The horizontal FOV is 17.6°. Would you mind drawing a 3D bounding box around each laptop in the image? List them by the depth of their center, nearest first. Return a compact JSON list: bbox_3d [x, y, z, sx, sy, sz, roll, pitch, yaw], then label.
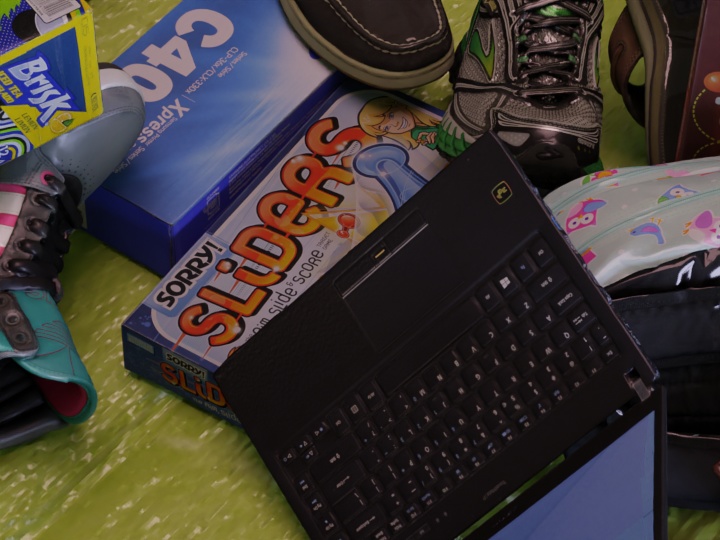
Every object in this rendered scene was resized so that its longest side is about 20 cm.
[{"bbox_3d":[0.022,0.074,0.921,0.200,0.177,0.103,58,26,17],"label":"laptop"}]

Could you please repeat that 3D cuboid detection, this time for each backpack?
[{"bbox_3d":[0.164,0.023,1.012,0.200,0.167,0.127,-8,25,-6],"label":"backpack"}]

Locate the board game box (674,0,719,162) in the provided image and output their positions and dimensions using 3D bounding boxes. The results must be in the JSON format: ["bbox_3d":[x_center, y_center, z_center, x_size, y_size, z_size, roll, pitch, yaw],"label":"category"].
[{"bbox_3d":[0.194,-0.059,1.039,0.103,0.200,0.019,6,51,5],"label":"board game box"}]

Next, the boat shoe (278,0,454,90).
[{"bbox_3d":[-0.013,-0.173,1.167,0.072,0.066,0.201,-17,52,-17],"label":"boat shoe"}]

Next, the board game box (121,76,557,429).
[{"bbox_3d":[0.000,0.000,1.094,0.135,0.034,0.200,25,53,19],"label":"board game box"}]

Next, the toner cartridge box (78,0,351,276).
[{"bbox_3d":[-0.068,-0.088,1.165,0.095,0.043,0.200,29,54,21],"label":"toner cartridge box"}]

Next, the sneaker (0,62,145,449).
[{"bbox_3d":[-0.147,0.007,1.035,0.200,0.084,0.121,-46,62,-6],"label":"sneaker"}]

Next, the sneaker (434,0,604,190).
[{"bbox_3d":[0.079,-0.099,1.105,0.078,0.085,0.200,11,27,-8],"label":"sneaker"}]

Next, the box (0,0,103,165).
[{"bbox_3d":[-0.196,-0.137,1.040,0.064,0.070,0.200,-29,58,-22],"label":"box"}]

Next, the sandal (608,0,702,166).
[{"bbox_3d":[0.154,-0.113,1.136,0.080,0.057,0.201,-8,87,-30],"label":"sandal"}]

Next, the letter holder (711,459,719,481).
[{"bbox_3d":[0.267,0.075,0.909,0.200,0.101,0.142,-41,34,1],"label":"letter holder"}]
